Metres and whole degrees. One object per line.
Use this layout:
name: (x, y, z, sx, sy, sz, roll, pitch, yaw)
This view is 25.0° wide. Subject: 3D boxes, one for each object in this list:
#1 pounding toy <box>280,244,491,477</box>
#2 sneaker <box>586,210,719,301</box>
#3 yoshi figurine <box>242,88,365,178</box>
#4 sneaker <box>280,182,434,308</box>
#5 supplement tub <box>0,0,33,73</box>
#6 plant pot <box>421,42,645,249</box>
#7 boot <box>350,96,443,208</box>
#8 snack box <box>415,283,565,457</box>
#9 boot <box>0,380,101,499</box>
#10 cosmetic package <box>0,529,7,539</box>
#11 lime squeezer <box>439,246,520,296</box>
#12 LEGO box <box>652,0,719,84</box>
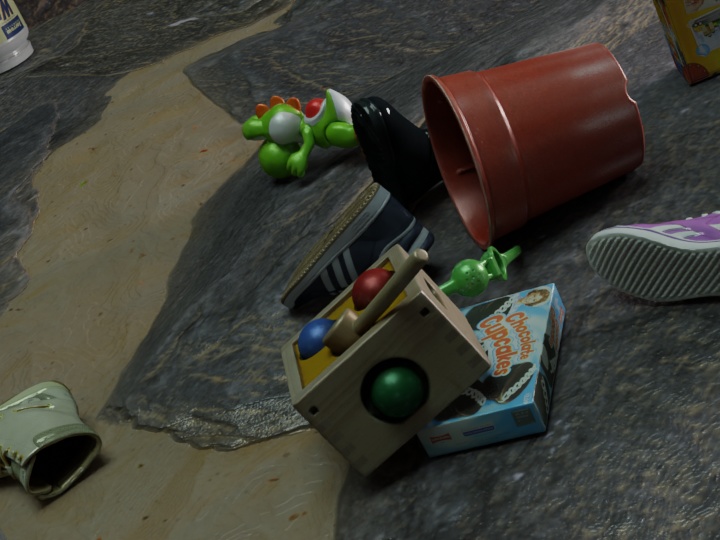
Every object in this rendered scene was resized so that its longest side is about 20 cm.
pounding toy: (0.019, 0.064, 1.484, 0.184, 0.142, 0.200, -42, 17, 6)
sneaker: (0.324, -0.026, 1.549, 0.200, 0.073, 0.114, 6, 35, 32)
yoshi figurine: (-0.059, -0.171, 2.180, 0.199, 0.112, 0.112, 0, 74, 19)
sneaker: (0.000, 0.000, 1.808, 0.200, 0.108, 0.070, -46, 14, 35)
supplement tub: (-0.776, -0.516, 3.345, 0.145, 0.200, 0.145, -21, 25, 10)
plant pot: (0.193, -0.149, 1.776, 0.195, 0.201, 0.201, -19, 24, -6)
boot: (0.084, -0.169, 1.909, 0.168, 0.200, 0.076, -32, 56, -8)
snack box: (0.126, 0.092, 1.533, 0.116, 0.037, 0.200, -16, 27, 21)
boot: (-0.383, 0.207, 1.750, 0.200, 0.072, 0.155, -31, 28, -13)
cosmetic package: (-0.434, 0.280, 1.617, 0.200, 0.102, 0.071, 0, 35, 42)
lime squeezer: (0.118, 0.007, 1.647, 0.200, 0.038, 0.071, -27, -15, -38)
LEGO box: (0.452, -0.333, 1.916, 0.200, 0.149, 0.077, -22, 25, 7)
